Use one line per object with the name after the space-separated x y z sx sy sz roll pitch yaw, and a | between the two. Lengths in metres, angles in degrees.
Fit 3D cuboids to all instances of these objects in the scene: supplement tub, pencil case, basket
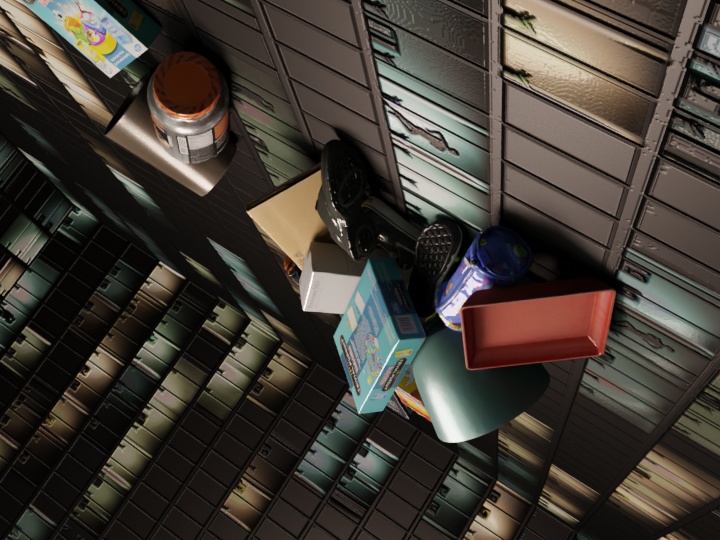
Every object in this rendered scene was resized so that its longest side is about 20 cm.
-0.259 -0.248 1.394 0.122 0.123 0.200 34 166 0 | supplement tub
0.162 0.014 1.258 0.200 0.086 0.079 120 136 -61 | pencil case
-0.329 -0.234 1.611 0.199 0.137 0.180 36 169 -22 | basket

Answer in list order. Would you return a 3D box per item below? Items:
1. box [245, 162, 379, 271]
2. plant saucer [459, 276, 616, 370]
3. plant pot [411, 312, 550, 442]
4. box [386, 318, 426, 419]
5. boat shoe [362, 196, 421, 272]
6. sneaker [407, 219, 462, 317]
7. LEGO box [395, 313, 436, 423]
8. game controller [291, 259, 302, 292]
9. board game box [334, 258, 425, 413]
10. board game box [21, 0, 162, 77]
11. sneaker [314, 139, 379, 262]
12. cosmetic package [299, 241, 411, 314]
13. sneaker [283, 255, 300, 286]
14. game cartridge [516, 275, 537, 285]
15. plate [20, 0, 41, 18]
-0.064 -0.077 1.480 0.200 0.162 0.021 48 -158 -41 | box
0.235 0.070 1.239 0.197 0.037 0.200 -8 149 6 | plant saucer
0.168 0.142 1.418 0.162 0.199 0.200 59 163 -7 | plant pot
0.084 0.151 1.774 0.122 0.201 0.199 29 165 23 | box
0.073 -0.032 1.451 0.199 0.064 0.071 37 167 -7 | boat shoe
0.127 -0.010 1.386 0.072 0.082 0.201 56 149 28 | sneaker
0.143 0.151 1.627 0.077 0.201 0.149 29 167 23 | LEGO box
-0.090 -0.025 1.671 0.104 0.042 0.202 25 -137 -58 | game controller
0.025 0.104 1.436 0.201 0.046 0.152 115 144 -46 | board game box
-0.413 -0.391 1.364 0.200 0.047 0.150 41 152 -25 | board game box
-0.035 -0.106 1.355 0.090 0.076 0.202 29 142 40 | sneaker
0.004 0.019 1.520 0.197 0.075 0.102 3 137 -14 | cosmetic package
-0.077 -0.010 1.796 0.078 0.113 0.199 42 165 -33 | sneaker
0.223 0.038 1.399 0.129 0.039 0.200 29 166 8 | game cartridge
-0.491 -0.434 1.513 0.199 0.032 0.199 37 167 -11 | plate
